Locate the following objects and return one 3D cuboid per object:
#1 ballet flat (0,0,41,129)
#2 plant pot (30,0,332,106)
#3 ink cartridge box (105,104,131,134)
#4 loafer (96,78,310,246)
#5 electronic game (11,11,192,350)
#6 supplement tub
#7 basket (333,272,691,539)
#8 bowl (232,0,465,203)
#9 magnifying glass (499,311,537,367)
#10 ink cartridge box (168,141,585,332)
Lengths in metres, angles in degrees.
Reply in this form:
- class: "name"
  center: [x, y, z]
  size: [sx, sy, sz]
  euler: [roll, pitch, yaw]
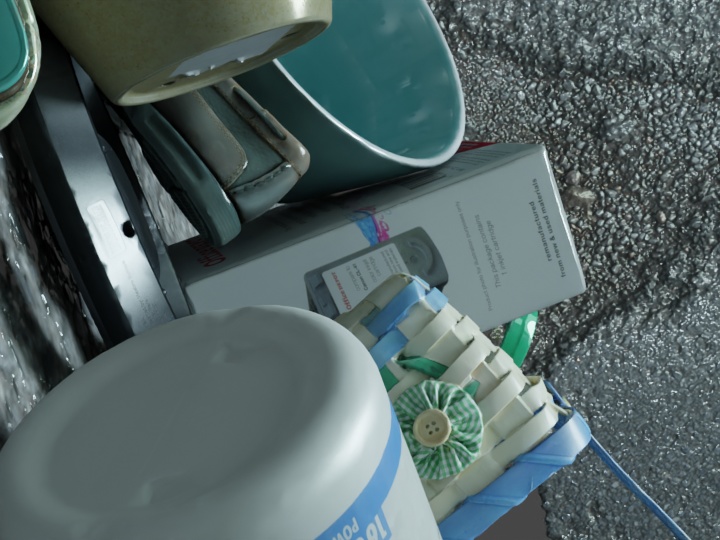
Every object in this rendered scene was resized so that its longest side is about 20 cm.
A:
- class: "ballet flat"
  center: [-0.162, -0.139, 0.506]
  size: [0.062, 0.067, 0.201]
  euler: [-15, -90, 66]
- class: "plant pot"
  center: [-0.088, -0.174, 0.587]
  size: [0.187, 0.186, 0.201]
  euler: [-23, 92, -86]
- class: "ink cartridge box"
  center: [-0.123, -0.146, 0.932]
  size: [0.200, 0.067, 0.117]
  euler: [-22, 94, -86]
- class: "loafer"
  center: [-0.099, -0.103, 0.721]
  size: [0.200, 0.063, 0.072]
  euler: [54, -11, 15]
- class: "electronic game"
  center: [-0.113, -0.021, 0.649]
  size: [0.200, 0.041, 0.201]
  euler: [157, -90, -86]
- class: "supplement tub"
  center: [-0.028, 0.125, 0.505]
  size: [0.132, 0.131, 0.201]
  euler: [-102, 172, -62]
- class: "basket"
  center: [0.029, 0.117, 0.658]
  size: [0.200, 0.176, 0.139]
  euler: [50, -5, -6]
- class: "bowl"
  center: [-0.047, -0.117, 0.813]
  size: [0.201, 0.105, 0.201]
  euler: [36, 36, -32]
- class: "magnifying glass"
  center: [0.039, 0.092, 0.884]
  size: [0.022, 0.200, 0.080]
  euler: [28, 14, -18]
- class: "ink cartridge box"
  center: [0.000, 0.000, 0.815]
  size: [0.148, 0.199, 0.086]
  euler: [-150, -140, -76]
